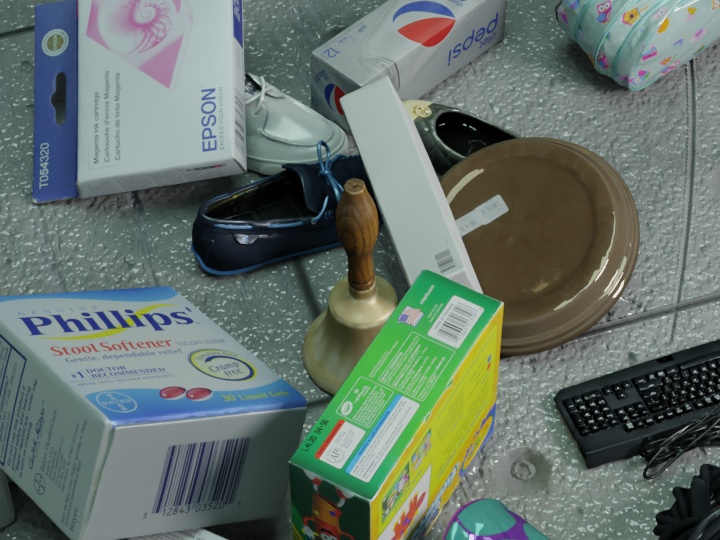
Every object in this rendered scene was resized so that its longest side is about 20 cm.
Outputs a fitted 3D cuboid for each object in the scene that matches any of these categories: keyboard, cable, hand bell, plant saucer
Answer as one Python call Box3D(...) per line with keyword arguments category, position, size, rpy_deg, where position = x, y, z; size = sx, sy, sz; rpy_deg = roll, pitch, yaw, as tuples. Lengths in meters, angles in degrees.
Box3D(category="keyboard", position=(0.260, 0.097, 1.667), size=(0.199, 0.040, 0.104), rpy_deg=(-18, 51, -11))
Box3D(category="cable", position=(0.286, 0.155, 1.540), size=(0.199, 0.051, 0.163), rpy_deg=(-26, 7, -40))
Box3D(category="hand bell", position=(0.000, 0.000, 1.655), size=(0.103, 0.201, 0.105), rpy_deg=(-1, 49, 2))
Box3D(category="plant saucer", position=(0.129, -0.026, 1.743), size=(0.198, 0.030, 0.202), rpy_deg=(-8, 61, 16))

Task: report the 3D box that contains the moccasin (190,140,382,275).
Box3D(category="moccasin", position=(-0.047, -0.055, 1.788), size=(0.199, 0.068, 0.081), rpy_deg=(-27, 54, -21))

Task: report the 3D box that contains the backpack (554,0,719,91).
Box3D(category="backpack", position=(0.274, -0.257, 1.891), size=(0.199, 0.167, 0.127), rpy_deg=(-33, 61, -15))

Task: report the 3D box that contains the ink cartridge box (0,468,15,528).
Box3D(category="ink cartridge box", position=(-0.381, 0.140, 1.630), size=(0.145, 0.084, 0.200), rpy_deg=(-31, 56, -22))

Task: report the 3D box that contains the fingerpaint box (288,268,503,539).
Box3D(category="fingerpaint box", position=(0.026, 0.129, 1.568), size=(0.073, 0.167, 0.200), rpy_deg=(24, 56, 19))

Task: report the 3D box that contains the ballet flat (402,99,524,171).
Box3D(category="ballet flat", position=(0.116, -0.108, 1.832), size=(0.199, 0.057, 0.067), rpy_deg=(25, 54, 21))

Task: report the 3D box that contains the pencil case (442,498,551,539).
Box3D(category="pencil case", position=(0.140, 0.251, 1.514), size=(0.200, 0.086, 0.092), rpy_deg=(35, 44, 28))

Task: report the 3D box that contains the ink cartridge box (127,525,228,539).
Box3D(category="ink cartridge box", position=(-0.141, 0.284, 1.505), size=(0.136, 0.077, 0.200), rpy_deg=(20, 52, 19))

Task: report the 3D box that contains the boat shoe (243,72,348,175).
Box3D(category="boat shoe", position=(-0.104, -0.143, 1.864), size=(0.199, 0.069, 0.072), rpy_deg=(24, 55, 21))

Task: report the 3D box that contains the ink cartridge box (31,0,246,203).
Box3D(category="ink cartridge box", position=(-0.198, -0.166, 1.841), size=(0.198, 0.043, 0.198), rpy_deg=(-8, 69, 12))

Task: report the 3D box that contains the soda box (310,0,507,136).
Box3D(category="soda box", position=(0.045, -0.202, 1.898), size=(0.063, 0.069, 0.200), rpy_deg=(35, 55, 27))

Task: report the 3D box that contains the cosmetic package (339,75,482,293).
Box3D(category="cosmetic package", position=(0.042, -0.052, 1.723), size=(0.050, 0.083, 0.201), rpy_deg=(-25, 57, 8))

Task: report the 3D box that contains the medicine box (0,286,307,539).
Box3D(category="medicine box", position=(-0.173, 0.102, 1.571), size=(0.181, 0.104, 0.200), rpy_deg=(-3, 28, -41))
